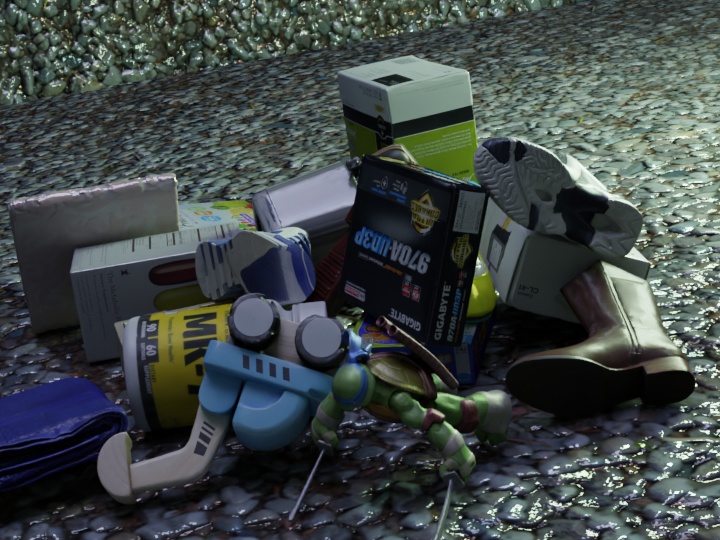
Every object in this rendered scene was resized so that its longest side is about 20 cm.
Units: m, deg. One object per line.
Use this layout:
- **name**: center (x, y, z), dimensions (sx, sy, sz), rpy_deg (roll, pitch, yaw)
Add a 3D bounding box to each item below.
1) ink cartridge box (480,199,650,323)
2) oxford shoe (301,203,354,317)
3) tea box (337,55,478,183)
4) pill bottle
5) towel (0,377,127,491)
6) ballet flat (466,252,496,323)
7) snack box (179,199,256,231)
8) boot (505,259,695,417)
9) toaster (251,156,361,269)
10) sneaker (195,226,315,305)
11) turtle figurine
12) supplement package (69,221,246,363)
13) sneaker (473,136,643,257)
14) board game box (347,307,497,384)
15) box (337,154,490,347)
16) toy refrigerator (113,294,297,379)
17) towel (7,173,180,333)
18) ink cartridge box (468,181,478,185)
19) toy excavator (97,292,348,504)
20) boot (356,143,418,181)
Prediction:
- **ink cartridge box**: center (0.217, -0.014, 1.530), dimensions (0.146, 0.086, 0.200), rpy_deg (12, 14, -10)
- **oxford shoe**: center (0.000, 0.000, 1.549), dimensions (0.074, 0.201, 0.070), rpy_deg (28, 9, -27)
- **tea box**: center (0.071, -0.194, 2.015), dimensions (0.132, 0.199, 0.200), rpy_deg (-14, 20, -18)
- **pill bottle**: center (-0.126, 0.090, 1.369), dimensions (0.198, 0.115, 0.114), rpy_deg (-8, 18, 0)
- **towel**: center (-0.305, 0.154, 1.313), dimensions (0.146, 0.050, 0.200), rpy_deg (-16, 11, -19)
- **ballet flat**: center (0.105, -0.006, 1.495), dimensions (0.066, 0.068, 0.200), rpy_deg (-7, 18, 0)
- **snack box**: center (-0.218, -0.042, 1.847), dimensions (0.198, 0.068, 0.168), rpy_deg (-7, 16, -24)
- **boot**: center (0.214, 0.056, 1.349), dimensions (0.184, 0.065, 0.201), rpy_deg (4, 32, -9)
- **toaster**: center (-0.052, -0.041, 1.637), dimensions (0.128, 0.201, 0.114), rpy_deg (-18, 56, -11)
- **sneaker**: center (-0.088, -0.014, 1.488), dimensions (0.114, 0.081, 0.199), rpy_deg (-14, 9, -31)
- **turtle figurine**: center (0.035, 0.149, 1.193), dimensions (0.143, 0.202, 0.193), rpy_deg (-24, -16, 35)
- **supplement package**: center (-0.228, 0.022, 1.616), dimensions (0.198, 0.115, 0.110), rpy_deg (-10, 17, -6)
- **sneaker**: center (0.183, -0.086, 1.421), dimensions (0.198, 0.080, 0.130), rpy_deg (18, 10, -21)
- **board game box**: center (0.068, 0.063, 1.483), dimensions (0.133, 0.045, 0.200), rpy_deg (-3, 19, 13)
- **box**: center (0.051, -0.025, 1.420), dimensions (0.046, 0.161, 0.200), rpy_deg (5, 11, -29)
- **toy refrigerator**: center (-0.162, 0.073, 1.508), dimensions (0.198, 0.071, 0.076), rpy_deg (-13, 19, -13)
- **towel**: center (-0.314, -0.023, 1.675), dimensions (0.198, 0.192, 0.032), rpy_deg (-12, 40, -16)
- **ink cartridge box**: center (0.128, -0.053, 1.772), dimensions (0.115, 0.069, 0.200), rpy_deg (-12, 19, -12)
- **toy excavator**: center (-0.117, 0.127, 1.237), dimensions (0.193, 0.202, 0.100), rpy_deg (15, -21, 5)
- **boot**: center (-0.021, -0.075, 1.767), dimensions (0.200, 0.078, 0.138), rpy_deg (-45, -7, 23)
